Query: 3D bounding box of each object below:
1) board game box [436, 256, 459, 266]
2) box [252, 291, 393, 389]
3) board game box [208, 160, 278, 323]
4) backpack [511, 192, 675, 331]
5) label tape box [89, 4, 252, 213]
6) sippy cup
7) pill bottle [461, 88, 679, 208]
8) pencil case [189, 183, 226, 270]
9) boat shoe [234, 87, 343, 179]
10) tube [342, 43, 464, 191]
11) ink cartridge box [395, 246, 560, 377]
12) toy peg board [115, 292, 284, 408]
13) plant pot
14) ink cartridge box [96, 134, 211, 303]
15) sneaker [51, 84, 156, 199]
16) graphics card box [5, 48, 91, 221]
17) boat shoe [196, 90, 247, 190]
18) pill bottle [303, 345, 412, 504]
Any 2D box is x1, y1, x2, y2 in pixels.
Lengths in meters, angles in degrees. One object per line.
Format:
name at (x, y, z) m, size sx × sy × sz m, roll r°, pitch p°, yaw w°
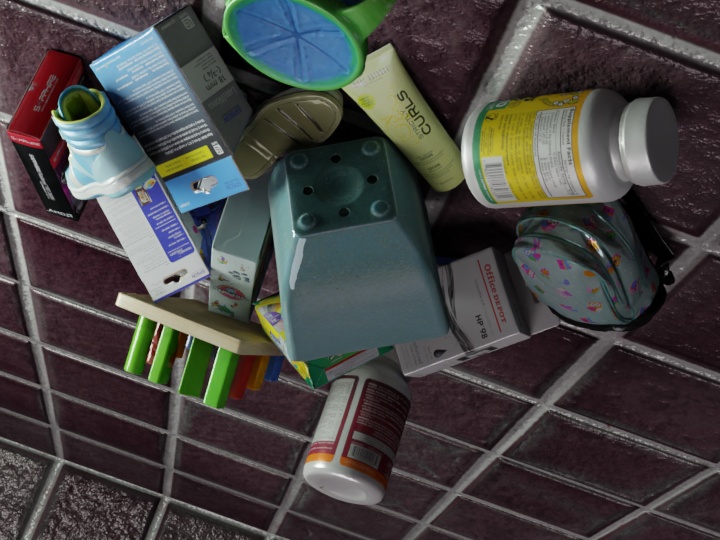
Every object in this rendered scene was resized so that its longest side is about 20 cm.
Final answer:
board game box at (0.049, 0.045, 1.653) m, size 0.198 × 0.136 × 0.045 m, roll 6°, pitch 152°, yaw 26°
box at (-0.054, 0.066, 1.537) m, size 0.200 × 0.116 × 0.049 m, roll 44°, pitch 155°, yaw 55°
board game box at (-0.150, -0.040, 1.607) m, size 0.064 × 0.149 × 0.200 m, roll 17°, pitch 155°, yaw -1°
backpack at (0.257, -0.017, 1.398) m, size 0.165 × 0.127 × 0.200 m, roll 6°, pitch 149°, yaw 32°
label tape box at (-0.197, -0.177, 1.373) m, size 0.144 × 0.063 × 0.201 m, roll -12°, pitch 114°, yaw 48°
sippy cup at (-0.042, -0.258, 1.119) m, size 0.176 × 0.131 × 0.140 m, roll 15°, pitch 154°, yaw 7°
pill bottle at (0.212, -0.123, 1.232) m, size 0.198 × 0.114 × 0.113 m, roll -2°, pitch 148°, yaw 37°
pencil case at (-0.216, -0.066, 1.675) m, size 0.077 × 0.088 × 0.200 m, roll -7°, pitch 156°, yaw -6°
boat shoe at (-0.085, -0.173, 1.390) m, size 0.075 × 0.069 × 0.199 m, roll 42°, pitch 142°, yaw -22°
tube at (0.050, -0.164, 1.337) m, size 0.052 × 0.058 × 0.200 m, roll 29°, pitch 166°, yaw 49°
ink cartridge box at (0.135, 0.046, 1.525) m, size 0.198 × 0.117 × 0.067 m, roll -22°, pitch 165°, yaw 17°
toy peg board at (-0.204, 0.110, 1.628) m, size 0.198 × 0.099 × 0.199 m, roll 20°, pitch -177°, yaw 23°
plant pot at (-0.013, -0.040, 1.397) m, size 0.194 × 0.197 × 0.201 m, roll -10°, pitch 148°, yaw 2°
ink cartridge box at (-0.268, -0.067, 1.550) m, size 0.094 × 0.037 × 0.201 m, roll -24°, pitch 97°, yaw 21°
sneaker at (-0.319, -0.154, 1.431) m, size 0.199 × 0.079 × 0.131 m, roll 2°, pitch 129°, yaw 57°
graphics card box at (-0.374, -0.166, 1.537) m, size 0.050 × 0.126 × 0.201 m, roll 15°, pitch 154°, yaw 8°
boat shoe at (-0.184, -0.165, 1.490) m, size 0.070 × 0.072 × 0.201 m, roll 26°, pitch 144°, yaw 2°
pill bottle at (0.005, 0.189, 1.577) m, size 0.108 × 0.202 × 0.110 m, roll 15°, pitch 154°, yaw 8°
